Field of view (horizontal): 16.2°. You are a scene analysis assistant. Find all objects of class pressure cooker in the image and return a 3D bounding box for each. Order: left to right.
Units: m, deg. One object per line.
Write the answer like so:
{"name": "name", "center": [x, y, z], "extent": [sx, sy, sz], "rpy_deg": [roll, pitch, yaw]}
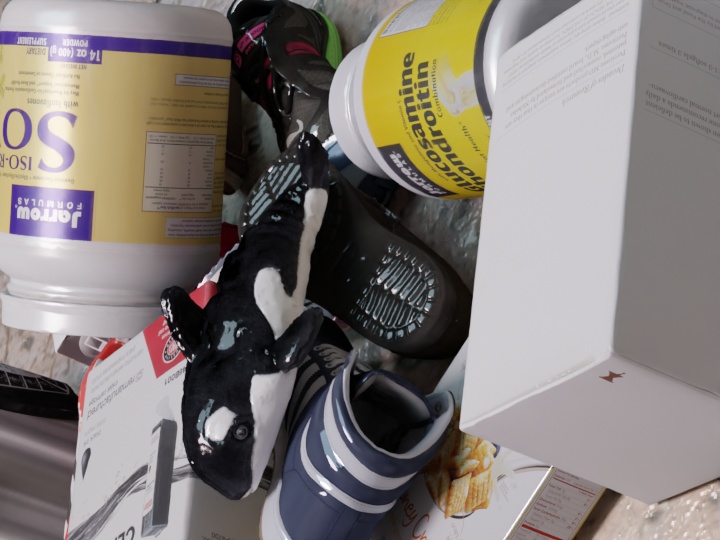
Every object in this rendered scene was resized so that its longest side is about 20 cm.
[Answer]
{"name": "pressure cooker", "center": [-0.279, 0.147, 1.696], "extent": [0.176, 0.200, 0.179], "rpy_deg": [-46, 33, 37]}

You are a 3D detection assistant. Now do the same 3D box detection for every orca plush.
{"name": "orca plush", "center": [-0.066, 0.016, 1.326], "extent": [0.105, 0.071, 0.201], "rpy_deg": [-17, 52, 67]}

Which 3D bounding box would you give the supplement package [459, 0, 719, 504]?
{"name": "supplement package", "center": [0.131, -0.015, 1.155], "extent": [0.117, 0.117, 0.201], "rpy_deg": [-30, 44, 50]}

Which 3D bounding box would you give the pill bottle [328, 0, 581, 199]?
{"name": "pill bottle", "center": [0.065, -0.095, 1.340], "extent": [0.200, 0.112, 0.112], "rpy_deg": [-6, 65, 61]}

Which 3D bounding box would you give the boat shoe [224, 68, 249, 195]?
{"name": "boat shoe", "center": [-0.113, -0.118, 1.730], "extent": [0.075, 0.075, 0.202], "rpy_deg": [-56, 28, 9]}

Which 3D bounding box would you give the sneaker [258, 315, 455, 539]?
{"name": "sneaker", "center": [-0.004, 0.065, 1.320], "extent": [0.109, 0.070, 0.200], "rpy_deg": [-57, 20, 32]}

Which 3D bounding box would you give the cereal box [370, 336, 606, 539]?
{"name": "cereal box", "center": [0.055, 0.120, 1.274], "extent": [0.200, 0.039, 0.144], "rpy_deg": [-59, 25, 18]}

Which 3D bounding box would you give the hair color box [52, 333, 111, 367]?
{"name": "hair color box", "center": [-0.166, -0.020, 1.746], "extent": [0.111, 0.064, 0.200], "rpy_deg": [-58, 21, 18]}

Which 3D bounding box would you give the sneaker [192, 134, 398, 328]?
{"name": "sneaker", "center": [-0.014, -0.013, 1.500], "extent": [0.200, 0.070, 0.082], "rpy_deg": [-49, 63, 20]}

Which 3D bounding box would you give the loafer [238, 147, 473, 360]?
{"name": "loafer", "center": [0.000, 0.000, 1.406], "extent": [0.073, 0.071, 0.200], "rpy_deg": [-52, 42, 5]}

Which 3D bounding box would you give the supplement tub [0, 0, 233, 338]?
{"name": "supplement tub", "center": [-0.155, -0.064, 1.558], "extent": [0.145, 0.145, 0.201], "rpy_deg": [10, 97, 63]}

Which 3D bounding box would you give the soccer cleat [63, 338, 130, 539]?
{"name": "soccer cleat", "center": [-0.150, 0.123, 1.585], "extent": [0.085, 0.068, 0.200], "rpy_deg": [108, 171, -53]}

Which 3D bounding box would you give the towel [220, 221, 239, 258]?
{"name": "towel", "center": [-0.094, 0.067, 1.611], "extent": [0.145, 0.022, 0.201], "rpy_deg": [17, 86, 64]}

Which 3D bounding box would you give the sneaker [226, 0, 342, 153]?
{"name": "sneaker", "center": [-0.047, -0.115, 1.585], "extent": [0.077, 0.084, 0.200], "rpy_deg": [-53, 27, 15]}

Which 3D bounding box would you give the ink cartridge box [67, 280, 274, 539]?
{"name": "ink cartridge box", "center": [-0.097, 0.130, 1.421], "extent": [0.144, 0.084, 0.201], "rpy_deg": [-36, 42, 46]}
